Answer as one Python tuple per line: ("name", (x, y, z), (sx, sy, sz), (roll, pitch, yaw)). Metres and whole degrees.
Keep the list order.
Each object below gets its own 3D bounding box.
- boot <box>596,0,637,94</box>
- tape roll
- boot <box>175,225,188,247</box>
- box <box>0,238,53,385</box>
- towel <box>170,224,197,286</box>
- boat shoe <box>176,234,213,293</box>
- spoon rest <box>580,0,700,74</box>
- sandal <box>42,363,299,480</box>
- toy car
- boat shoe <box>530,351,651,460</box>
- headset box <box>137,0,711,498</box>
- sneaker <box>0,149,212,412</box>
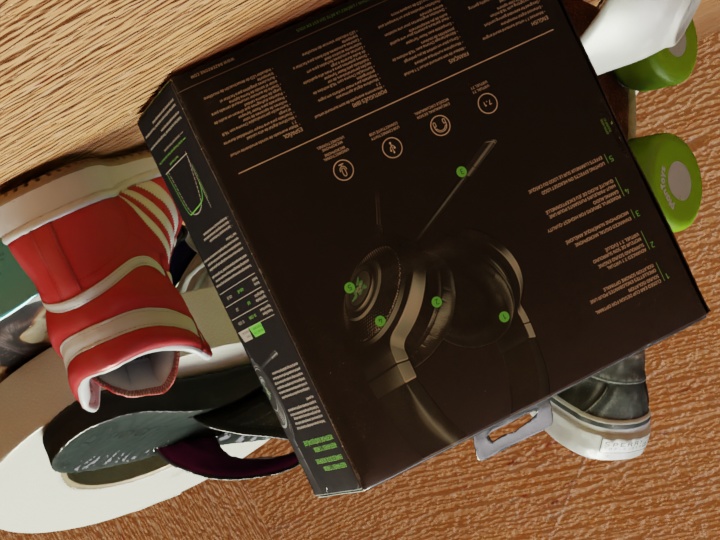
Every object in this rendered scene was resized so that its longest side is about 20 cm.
("boot", (0.145, -0.147, 1.552), (0.073, 0.090, 0.200), (-7, 142, -32))
("tape roll", (-0.115, 0.076, 1.236), (0.202, 0.037, 0.203), (-23, 159, -9))
("boot", (-0.172, 0.010, 1.315), (0.174, 0.069, 0.200), (-26, 178, 19))
("box", (-0.159, 0.032, 1.206), (0.082, 0.049, 0.200), (-31, 158, 12))
("towel", (-0.171, 0.050, 1.432), (0.200, 0.049, 0.148), (-59, -173, -5))
("boat shoe", (-0.058, -0.013, 1.343), (0.202, 0.074, 0.086), (-55, 166, -5))
("spoon rest", (0.119, -0.103, 1.128), (0.201, 0.060, 0.099), (-69, 169, 24))
("sandal", (-0.068, 0.084, 1.192), (0.200, 0.048, 0.075), (-10, 153, -34))
("toy car", (0.061, -0.087, 1.247), (0.164, 0.158, 0.200), (-10, 165, 40))
("boat shoe", (0.101, 0.034, 1.273), (0.072, 0.071, 0.200), (-1, -159, -32))
("headset box", (0.028, -0.017, 0.994), (0.174, 0.201, 0.093), (-26, 179, -16))
("sneaker", (-0.110, 0.003, 1.121), (0.071, 0.113, 0.200), (-25, 180, 15))
